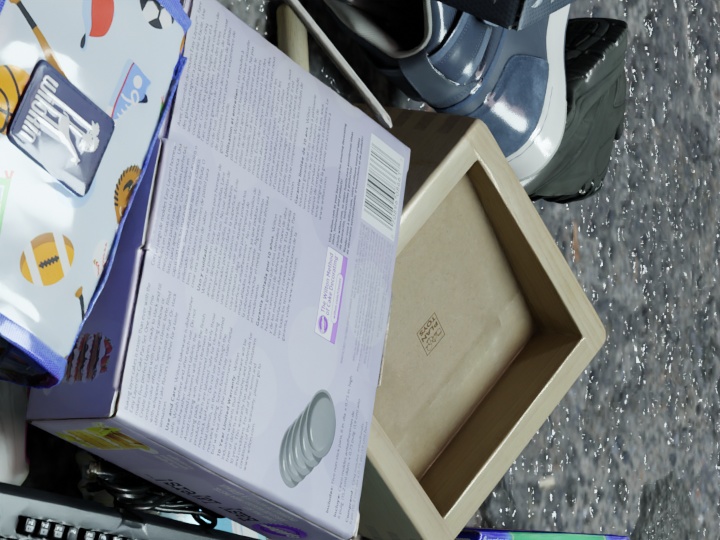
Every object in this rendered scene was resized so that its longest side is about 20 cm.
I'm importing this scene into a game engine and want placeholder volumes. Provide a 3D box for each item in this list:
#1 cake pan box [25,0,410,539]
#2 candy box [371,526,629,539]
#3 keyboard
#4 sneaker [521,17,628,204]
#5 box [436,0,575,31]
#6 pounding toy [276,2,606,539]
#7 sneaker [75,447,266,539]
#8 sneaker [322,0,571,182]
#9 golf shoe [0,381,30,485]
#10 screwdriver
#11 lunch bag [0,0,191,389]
[{"bbox_3d":[-0.053,-0.002,1.081,0.184,0.052,0.200,33,60,-54],"label":"cake pan box"},{"bbox_3d":[0.076,0.243,1.402,0.169,0.077,0.200,10,82,-55],"label":"candy box"},{"bbox_3d":[-0.096,0.126,1.078,0.200,0.040,0.104,19,77,-49],"label":"keyboard"},{"bbox_3d":[0.108,-0.070,1.467,0.200,0.076,0.091,-44,131,-43],"label":"sneaker"},{"bbox_3d":[0.035,-0.192,1.255,0.158,0.200,0.051,-33,140,-52],"label":"box"},{"bbox_3d":[0.000,0.000,1.279,0.184,0.142,0.200,-50,127,-25],"label":"pounding toy"},{"bbox_3d":[-0.107,0.121,1.149,0.131,0.080,0.200,-43,122,-48],"label":"sneaker"},{"bbox_3d":[0.046,-0.163,1.357,0.146,0.077,0.202,37,36,-37],"label":"sneaker"},{"bbox_3d":[-0.181,0.020,1.064,0.092,0.075,0.200,-25,117,-61],"label":"golf shoe"},{"bbox_3d":[-0.045,-0.146,1.149,0.200,0.029,0.028,47,19,2],"label":"screwdriver"},{"bbox_3d":[-0.176,-0.065,0.952,0.200,0.124,0.170,24,67,-13],"label":"lunch bag"}]
